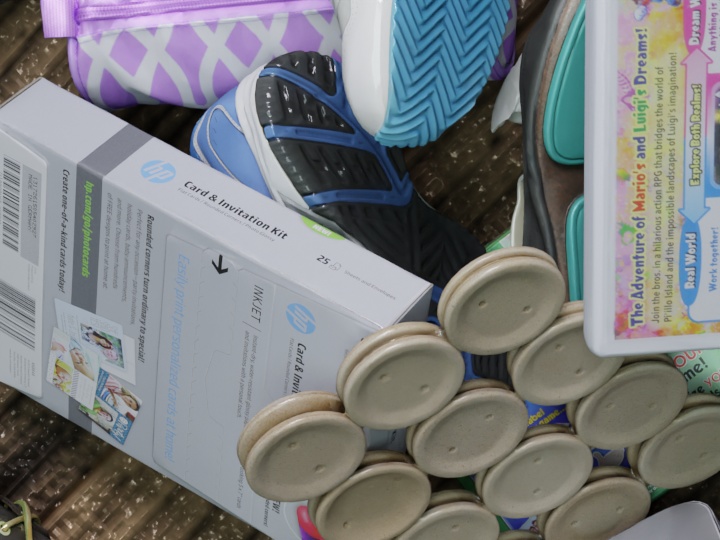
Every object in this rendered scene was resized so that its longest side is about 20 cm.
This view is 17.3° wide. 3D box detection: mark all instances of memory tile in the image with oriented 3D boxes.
[{"bbox_3d":[0.056,0.071,0.965,0.153,0.200,0.017,-39,47,14],"label":"memory tile"}]

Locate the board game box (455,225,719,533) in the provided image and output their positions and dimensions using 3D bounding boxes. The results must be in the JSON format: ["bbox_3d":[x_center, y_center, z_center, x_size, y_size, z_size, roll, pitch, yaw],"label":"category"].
[{"bbox_3d":[0.116,0.026,1.037,0.200,0.029,0.135,-37,90,14],"label":"board game box"}]

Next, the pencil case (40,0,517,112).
[{"bbox_3d":[-0.028,-0.112,1.013,0.199,0.085,0.084,-6,96,12],"label":"pencil case"}]

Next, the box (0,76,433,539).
[{"bbox_3d":[-0.071,0.026,1.003,0.200,0.041,0.156,28,137,21],"label":"box"}]

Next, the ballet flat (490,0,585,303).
[{"bbox_3d":[0.085,-0.046,0.978,0.068,0.068,0.201,-8,109,-33],"label":"ballet flat"}]

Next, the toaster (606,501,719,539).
[{"bbox_3d":[0.122,0.223,0.998,0.200,0.119,0.181,-31,111,14],"label":"toaster"}]

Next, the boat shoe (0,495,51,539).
[{"bbox_3d":[-0.162,0.142,1.088,0.060,0.072,0.202,-26,100,9],"label":"boat shoe"}]

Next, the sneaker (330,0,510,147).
[{"bbox_3d":[0.007,-0.143,0.938,0.081,0.076,0.201,-10,74,34],"label":"sneaker"}]

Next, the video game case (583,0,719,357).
[{"bbox_3d":[0.173,-0.070,0.882,0.182,0.024,0.201,-4,108,-7],"label":"video game case"}]

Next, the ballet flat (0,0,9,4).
[{"bbox_3d":[-0.127,-0.184,1.039,0.200,0.067,0.046,-39,58,13],"label":"ballet flat"}]

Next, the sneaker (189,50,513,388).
[{"bbox_3d":[0.000,0.000,1.012,0.077,0.076,0.200,-15,108,48],"label":"sneaker"}]
